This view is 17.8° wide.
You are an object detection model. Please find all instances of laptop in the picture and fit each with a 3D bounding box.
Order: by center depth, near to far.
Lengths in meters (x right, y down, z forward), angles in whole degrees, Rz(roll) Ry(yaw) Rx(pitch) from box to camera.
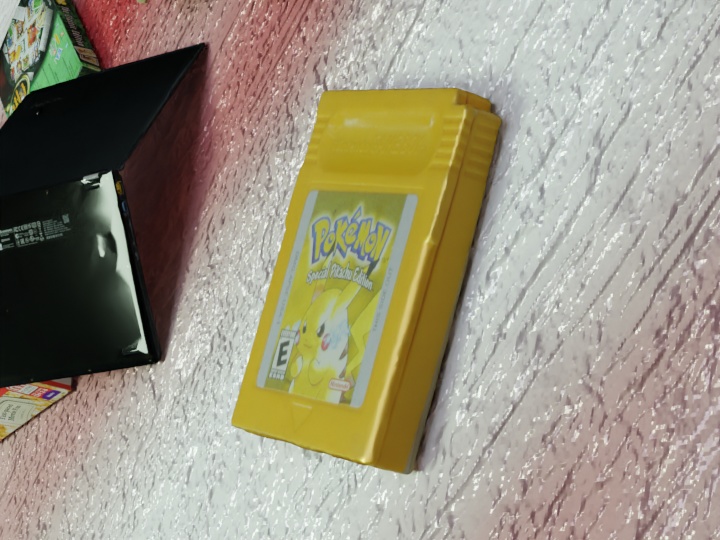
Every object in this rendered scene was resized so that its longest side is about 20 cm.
[{"bbox_3d":[-0.186,-0.035,1.569,0.187,0.116,0.200,-10,93,41],"label":"laptop"}]

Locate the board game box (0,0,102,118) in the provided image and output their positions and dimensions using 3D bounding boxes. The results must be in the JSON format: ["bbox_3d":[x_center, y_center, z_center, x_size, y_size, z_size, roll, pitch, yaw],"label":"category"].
[{"bbox_3d":[-0.247,-0.155,1.794,0.105,0.023,0.200,-60,29,20],"label":"board game box"}]

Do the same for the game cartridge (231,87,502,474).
[{"bbox_3d":[0.000,0.000,1.234,0.176,0.032,0.200,6,82,63],"label":"game cartridge"}]

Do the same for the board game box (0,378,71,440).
[{"bbox_3d":[-0.267,0.045,1.694,0.200,0.046,0.152,-35,46,51],"label":"board game box"}]

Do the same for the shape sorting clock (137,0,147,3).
[{"bbox_3d":[-0.132,-0.282,1.574,0.200,0.039,0.200,-164,90,-86],"label":"shape sorting clock"}]
